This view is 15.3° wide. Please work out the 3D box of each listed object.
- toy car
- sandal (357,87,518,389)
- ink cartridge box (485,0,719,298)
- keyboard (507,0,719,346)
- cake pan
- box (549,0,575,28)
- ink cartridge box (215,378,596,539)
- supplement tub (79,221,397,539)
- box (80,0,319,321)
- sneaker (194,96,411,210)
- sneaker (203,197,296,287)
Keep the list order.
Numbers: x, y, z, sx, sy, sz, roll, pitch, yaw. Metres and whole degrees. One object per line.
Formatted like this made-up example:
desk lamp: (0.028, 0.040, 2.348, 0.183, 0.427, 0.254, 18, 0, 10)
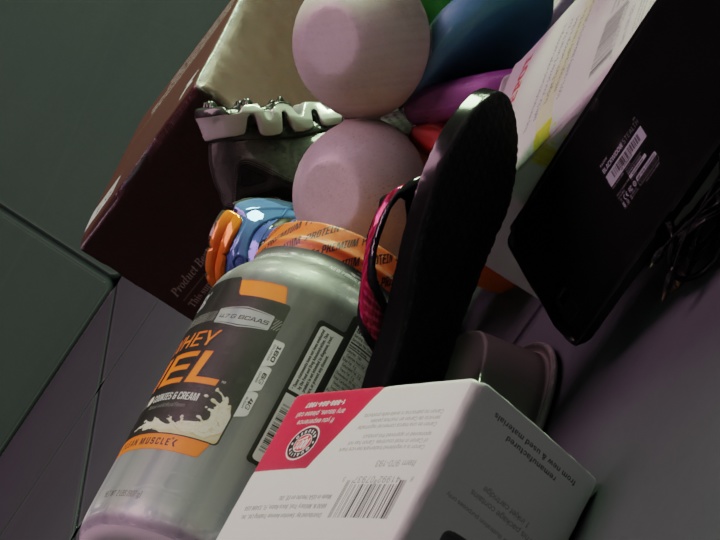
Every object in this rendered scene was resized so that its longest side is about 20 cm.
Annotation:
toy car: (0.060, -0.084, 1.480, 0.150, 0.175, 0.201, 2, 93, 35)
sandal: (0.022, 0.006, 1.269, 0.075, 0.045, 0.201, -6, -62, -55)
ink cartridge box: (0.141, -0.091, 1.306, 0.200, 0.083, 0.145, -46, 15, 46)
keyboard: (0.139, -0.042, 1.205, 0.104, 0.040, 0.200, 63, 142, 29)
cake pan: (0.028, 0.113, 1.351, 0.201, 0.037, 0.200, -55, 10, 15)
box: (0.130, -0.151, 1.564, 0.200, 0.039, 0.041, -54, 13, 27)
ink cartridge box: (-0.007, 0.153, 1.161, 0.145, 0.083, 0.200, -7, 48, 55)
supplement tub: (-0.046, 0.081, 1.343, 0.200, 0.122, 0.123, -62, 11, -29)
box: (-0.046, -0.057, 1.779, 0.166, 0.200, 0.164, -49, 12, 36)
sneaker: (0.000, -0.066, 1.645, 0.066, 0.199, 0.091, -174, 79, -80)
sneaker: (0.000, 0.000, 1.571, 0.200, 0.078, 0.076, -9, -58, -45)
